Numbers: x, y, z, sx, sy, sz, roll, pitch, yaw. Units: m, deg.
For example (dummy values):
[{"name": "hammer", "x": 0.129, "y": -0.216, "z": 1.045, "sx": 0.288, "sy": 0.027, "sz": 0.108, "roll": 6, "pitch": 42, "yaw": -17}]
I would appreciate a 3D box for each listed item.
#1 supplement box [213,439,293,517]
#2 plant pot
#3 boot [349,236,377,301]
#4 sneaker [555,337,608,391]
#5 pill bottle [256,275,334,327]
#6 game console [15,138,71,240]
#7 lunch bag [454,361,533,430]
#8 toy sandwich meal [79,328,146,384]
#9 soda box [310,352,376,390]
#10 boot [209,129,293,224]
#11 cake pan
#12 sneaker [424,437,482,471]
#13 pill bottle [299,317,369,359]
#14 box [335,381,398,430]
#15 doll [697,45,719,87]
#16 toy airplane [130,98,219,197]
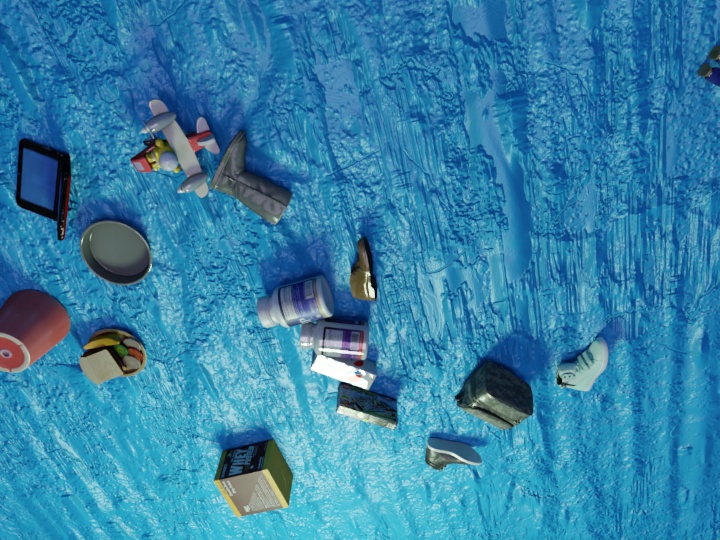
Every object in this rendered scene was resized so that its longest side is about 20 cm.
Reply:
[{"name": "supplement box", "x": -0.366, "y": 0.722, "z": 1.885, "sx": 0.198, "sy": 0.133, "sz": 0.199, "roll": -15, "pitch": 118, "yaw": 9}, {"name": "plant pot", "x": -0.983, "y": 0.186, "z": 1.575, "sx": 0.198, "sy": 0.178, "sz": 0.202, "roll": 1, "pitch": 120, "yaw": 1}, {"name": "boot", "x": 0.000, "y": 0.000, "z": 1.515, "sx": 0.075, "sy": 0.074, "sz": 0.202, "roll": 1, "pitch": 122, "yaw": 12}, {"name": "sneaker", "x": 0.666, "y": 0.287, "z": 1.649, "sx": 0.117, "sy": 0.074, "sz": 0.202, "roll": 5, "pitch": 122, "yaw": -9}, {"name": "pill bottle", "x": -0.185, "y": 0.095, "z": 1.539, "sx": 0.198, "sy": 0.120, "sz": 0.121, "roll": -15, "pitch": 118, "yaw": 10}, {"name": "game console", "x": -0.816, "y": -0.204, "z": 1.393, "sx": 0.118, "sy": 0.173, "sz": 0.201, "roll": 4, "pitch": 124, "yaw": -31}, {"name": "lunch bag", "x": 0.418, "y": 0.406, "z": 1.696, "sx": 0.199, "sy": 0.140, "sz": 0.168, "roll": 28, "pitch": 132, "yaw": -13}, {"name": "toy sandwich meal", "x": -0.766, "y": 0.269, "z": 1.677, "sx": 0.203, "sy": 0.070, "sz": 0.207, "roll": 1, "pitch": 119, "yaw": 1}, {"name": "soda box", "x": -0.050, "y": 0.296, "z": 1.680, "sx": 0.198, "sy": 0.064, "sz": 0.069, "roll": 22, "pitch": 118, "yaw": -11}, {"name": "boot", "x": -0.262, "y": -0.234, "z": 1.386, "sx": 0.199, "sy": 0.073, "sz": 0.183, "roll": 27, "pitch": 111, "yaw": -14}, {"name": "cake pan", "x": -0.675, "y": -0.054, "z": 1.514, "sx": 0.198, "sy": 0.037, "sz": 0.202, "roll": 1, "pitch": 120, "yaw": 1}, {"name": "sneaker", "x": 0.312, "y": 0.646, "z": 1.867, "sx": 0.198, "sy": 0.071, "sz": 0.100, "roll": 16, "pitch": 121, "yaw": -1}, {"name": "pill bottle", "x": -0.077, "y": 0.198, "z": 1.599, "sx": 0.198, "sy": 0.112, "sz": 0.112, "roll": 6, "pitch": 119, "yaw": -2}, {"name": "box", "x": 0.021, "y": 0.430, "z": 1.727, "sx": 0.198, "sy": 0.110, "sz": 0.035, "roll": 19, "pitch": 118, "yaw": -10}, {"name": "doll", "x": 0.892, "y": -0.451, "z": 1.250, "sx": 0.198, "sy": 0.049, "sz": 0.137, "roll": 18, "pitch": 119, "yaw": -8}, {"name": "toy airplane", "x": -0.442, "y": -0.288, "z": 1.318, "sx": 0.198, "sy": 0.142, "sz": 0.200, "roll": 23, "pitch": 121, "yaw": -19}]
